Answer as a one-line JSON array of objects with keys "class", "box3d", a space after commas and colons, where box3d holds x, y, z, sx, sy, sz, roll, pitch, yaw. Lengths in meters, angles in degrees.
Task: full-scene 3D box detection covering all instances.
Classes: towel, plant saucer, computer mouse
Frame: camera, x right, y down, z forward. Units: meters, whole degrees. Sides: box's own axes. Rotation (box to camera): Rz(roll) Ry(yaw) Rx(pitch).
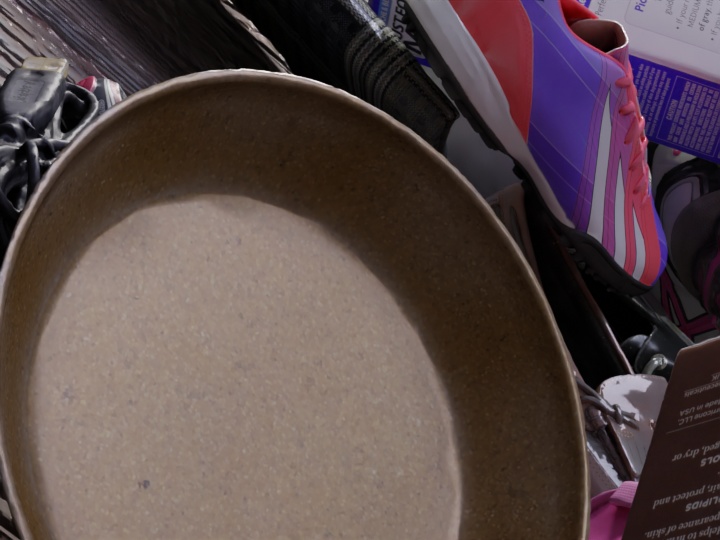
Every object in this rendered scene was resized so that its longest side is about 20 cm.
[{"class": "towel", "box3d": [-0.022, -0.115, 1.222, 0.193, 0.035, 0.200, 48, -5, 6]}, {"class": "plant saucer", "box3d": [-0.023, 0.045, 0.781, 0.199, 0.035, 0.201, 15, 65, -33]}, {"class": "computer mouse", "box3d": [-0.038, 0.018, 0.853, 0.200, 0.044, 0.110, 38, 17, -16]}]

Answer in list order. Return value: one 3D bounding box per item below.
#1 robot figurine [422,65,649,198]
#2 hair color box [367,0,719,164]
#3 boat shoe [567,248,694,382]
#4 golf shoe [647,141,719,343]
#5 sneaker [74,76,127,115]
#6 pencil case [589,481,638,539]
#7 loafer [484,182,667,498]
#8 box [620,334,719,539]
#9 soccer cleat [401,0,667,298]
[{"class": "robot figurine", "box3d": [0.089, -0.081, 1.377, 0.150, 0.125, 0.200, 38, 15, 2]}, {"class": "hair color box", "box3d": [0.112, -0.126, 1.262, 0.199, 0.065, 0.110, 20, 59, 4]}, {"class": "boat shoe", "box3d": [0.126, 0.060, 1.244, 0.064, 0.071, 0.200, 32, 13, -44]}, {"class": "golf shoe", "box3d": [0.170, 0.014, 1.334, 0.092, 0.072, 0.201, 51, -19, 35]}, {"class": "sneaker", "box3d": [-0.024, 0.001, 0.966, 0.200, 0.075, 0.081, 40, 16, -20]}, {"class": "pencil case", "box3d": [0.145, 0.152, 1.007, 0.200, 0.094, 0.091, 40, -18, -29]}, {"class": "loafer", "box3d": [0.095, 0.049, 1.185, 0.200, 0.063, 0.072, 54, 16, 25]}, {"class": "box", "box3d": [0.131, 0.121, 0.897, 0.100, 0.075, 0.201, 41, 52, -26]}, {"class": "soccer cleat", "box3d": [0.091, -0.061, 1.163, 0.200, 0.073, 0.068, 49, 9, -44]}]
